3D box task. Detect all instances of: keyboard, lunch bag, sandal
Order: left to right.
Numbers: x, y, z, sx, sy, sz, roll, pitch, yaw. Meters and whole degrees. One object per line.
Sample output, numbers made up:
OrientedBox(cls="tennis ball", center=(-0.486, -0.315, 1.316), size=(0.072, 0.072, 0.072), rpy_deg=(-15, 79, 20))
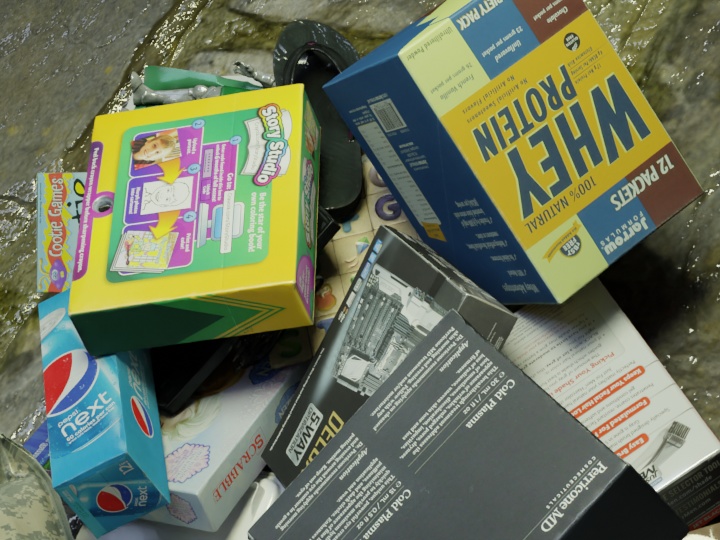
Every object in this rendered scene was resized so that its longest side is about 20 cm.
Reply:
OrientedBox(cls="lunch bag", center=(-0.286, 0.240, 1.402), size=(0.200, 0.117, 0.165), rpy_deg=(55, 129, 47))
OrientedBox(cls="keyboard", center=(-0.086, 0.035, 1.442), size=(0.200, 0.040, 0.104), rpy_deg=(-48, 36, 5))
OrientedBox(cls="sandal", center=(-0.029, -0.134, 1.521), size=(0.075, 0.048, 0.201), rpy_deg=(-6, 55, -4))

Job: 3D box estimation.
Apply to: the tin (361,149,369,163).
OrientedBox(cls="tin", center=(0.049, -0.076, 1.545), size=(0.200, 0.042, 0.112), rpy_deg=(-36, 48, 2))

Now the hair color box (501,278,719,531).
OrientedBox(cls="hair color box", center=(0.164, 0.102, 1.292), size=(0.111, 0.064, 0.200), rpy_deg=(-33, 42, 3))

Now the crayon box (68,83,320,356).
OrientedBox(cls="crayon box", center=(-0.120, -0.040, 1.410), size=(0.171, 0.058, 0.201), rpy_deg=(-7, 50, 10))

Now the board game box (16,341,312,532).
OrientedBox(cls="board game box", center=(-0.143, 0.110, 1.474), size=(0.198, 0.041, 0.200), rpy_deg=(3, 40, 35))

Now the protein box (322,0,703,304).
OrientedBox(cls="protein box", center=(0.102, -0.094, 1.339), size=(0.135, 0.201, 0.198), rpy_deg=(-36, 8, -14))

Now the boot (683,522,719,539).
OrientedBox(cls="boot", center=(0.174, 0.225, 1.188), size=(0.199, 0.074, 0.076), rpy_deg=(-21, 55, 8))

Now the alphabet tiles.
OrientedBox(cls="alphabet tiles", center=(0.000, 0.000, 1.464), size=(0.165, 0.006, 0.201), rpy_deg=(-14, 56, 2))

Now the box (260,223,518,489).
OrientedBox(cls="box", center=(0.016, 0.086, 1.327), size=(0.201, 0.050, 0.158), rpy_deg=(-62, 27, 8))

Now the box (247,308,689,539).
OrientedBox(cls="box", center=(0.065, 0.163, 1.171), size=(0.200, 0.104, 0.182), rpy_deg=(-47, 46, 0))

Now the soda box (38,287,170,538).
OrientedBox(cls="soda box", center=(-0.194, 0.097, 1.404), size=(0.064, 0.068, 0.201), rpy_deg=(-26, 41, 8))

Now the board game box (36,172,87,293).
OrientedBox(cls="board game box", center=(-0.165, -0.032, 1.573), size=(0.199, 0.105, 0.104), rpy_deg=(1, 92, 34))

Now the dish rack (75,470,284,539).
OrientedBox(cls="dish rack", center=(-0.145, 0.215, 1.428), size=(0.199, 0.044, 0.172), rpy_deg=(2, 57, 36))

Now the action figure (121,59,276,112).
OrientedBox(cls="action figure", center=(-0.098, -0.133, 1.580), size=(0.198, 0.055, 0.119), rpy_deg=(2, 56, 7))

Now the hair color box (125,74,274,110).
OrientedBox(cls="hair color box", center=(-0.127, -0.113, 1.672), size=(0.199, 0.064, 0.111), rpy_deg=(3, 58, 32))
